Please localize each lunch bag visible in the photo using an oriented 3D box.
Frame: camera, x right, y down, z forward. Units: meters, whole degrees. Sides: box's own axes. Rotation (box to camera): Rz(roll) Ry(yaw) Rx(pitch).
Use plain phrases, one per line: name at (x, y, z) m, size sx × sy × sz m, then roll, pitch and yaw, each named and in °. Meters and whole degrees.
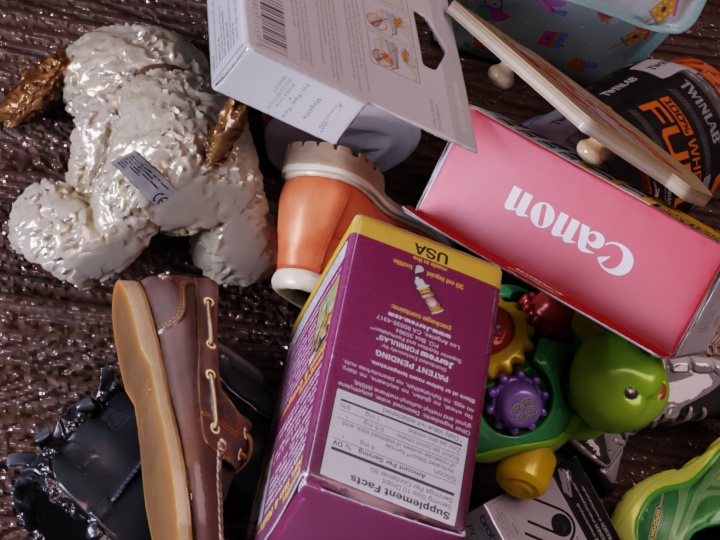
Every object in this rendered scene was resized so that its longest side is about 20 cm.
lunch bag at (0.169, -0.238, 1.561) m, size 0.169 × 0.200 × 0.123 m, roll 14°, pitch 59°, yaw -27°

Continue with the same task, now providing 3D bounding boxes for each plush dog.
plush dog at (-0.136, -0.095, 1.340) m, size 0.198 × 0.161 × 0.172 m, roll -2°, pitch 44°, yaw -33°

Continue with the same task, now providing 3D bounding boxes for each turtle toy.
turtle toy at (0.110, 0.068, 1.381) m, size 0.198 × 0.101 × 0.147 m, roll 11°, pitch 58°, yaw 17°

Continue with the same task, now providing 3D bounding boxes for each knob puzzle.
knob puzzle at (0.158, -0.092, 1.387) m, size 0.219 × 0.031 × 0.220 m, roll 35°, pitch 11°, yaw -8°

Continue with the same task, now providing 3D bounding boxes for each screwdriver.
screwdriver at (-0.034, 0.104, 1.358) m, size 0.199 × 0.029 × 0.028 m, roll 36°, pitch 52°, yaw -6°

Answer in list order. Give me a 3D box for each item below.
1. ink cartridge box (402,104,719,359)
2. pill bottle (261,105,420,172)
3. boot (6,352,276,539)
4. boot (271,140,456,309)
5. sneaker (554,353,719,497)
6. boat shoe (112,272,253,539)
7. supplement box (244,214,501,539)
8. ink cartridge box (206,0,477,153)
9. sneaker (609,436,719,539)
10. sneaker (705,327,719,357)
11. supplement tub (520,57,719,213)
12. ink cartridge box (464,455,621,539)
ink cartridge box at (0.146, -0.025, 1.355) m, size 0.199 × 0.084 × 0.175 m, roll 30°, pitch 8°, yaw 15°
pill bottle at (-0.022, -0.174, 1.461) m, size 0.110 × 0.111 × 0.202 m, roll 7°, pitch 63°, yaw -30°
boot at (-0.105, 0.138, 1.270) m, size 0.198 × 0.073 × 0.163 m, roll 41°, pitch 48°, yaw 1°
boot at (0.000, 0.000, 1.385) m, size 0.200 × 0.074 × 0.108 m, roll 34°, pitch 60°, yaw -54°
sneaker at (0.197, 0.113, 1.488) m, size 0.198 × 0.075 × 0.117 m, roll 13°, pitch 64°, yaw -15°
boat shoe at (-0.097, 0.092, 1.216) m, size 0.070 × 0.070 × 0.202 m, roll -1°, pitch 65°, yaw -22°
supplement box at (0.007, 0.091, 1.227) m, size 0.102 × 0.131 × 0.201 m, roll 20°, pitch 50°, yaw -10°
ink cartridge box at (-0.017, -0.159, 1.334) m, size 0.173 × 0.044 × 0.201 m, roll 24°, pitch 37°, yaw -27°
sneaker at (0.261, 0.171, 1.481) m, size 0.199 × 0.074 × 0.084 m, roll -25°, pitch 58°, yaw -33°
sneaker at (0.303, 0.048, 1.593) m, size 0.198 × 0.109 × 0.071 m, roll -4°, pitch 67°, yaw -1°
supplement tub at (0.195, -0.083, 1.547) m, size 0.199 × 0.122 × 0.123 m, roll -31°, pitch 84°, yaw -39°
ink cartridge box at (0.152, 0.237, 1.403) m, size 0.094 × 0.044 × 0.201 m, roll -22°, pitch 79°, yaw -37°
